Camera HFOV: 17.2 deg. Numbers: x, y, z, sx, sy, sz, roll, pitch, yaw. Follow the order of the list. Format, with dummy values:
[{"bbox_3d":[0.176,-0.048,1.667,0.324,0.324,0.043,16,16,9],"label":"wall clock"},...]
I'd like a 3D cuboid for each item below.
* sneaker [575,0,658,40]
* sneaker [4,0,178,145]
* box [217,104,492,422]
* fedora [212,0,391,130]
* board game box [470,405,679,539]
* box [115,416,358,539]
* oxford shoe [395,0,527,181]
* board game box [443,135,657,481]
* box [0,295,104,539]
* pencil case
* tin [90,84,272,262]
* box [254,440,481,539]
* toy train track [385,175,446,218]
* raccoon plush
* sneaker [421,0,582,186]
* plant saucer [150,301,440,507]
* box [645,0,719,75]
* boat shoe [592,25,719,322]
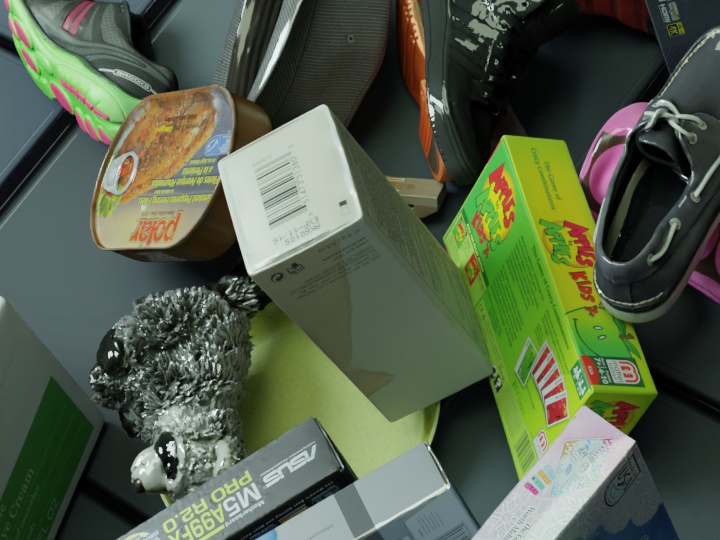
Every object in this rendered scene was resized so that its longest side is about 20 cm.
[{"bbox_3d":[0.180,-0.210,1.619,0.199,0.071,0.098,7,47,15],"label":"sneaker"},{"bbox_3d":[-0.201,-0.166,1.759,0.083,0.077,0.200,-29,54,-20],"label":"sneaker"},{"bbox_3d":[0.000,0.000,1.435,0.077,0.200,0.095,-27,51,11],"label":"box"},{"bbox_3d":[-0.036,-0.159,1.644,0.090,0.177,0.202,18,71,-16],"label":"fedora"},{"bbox_3d":[0.096,0.201,1.306,0.043,0.200,0.199,33,75,33],"label":"board game box"},{"bbox_3d":[-0.075,0.190,1.409,0.199,0.161,0.044,-32,51,-1],"label":"box"},{"bbox_3d":[0.067,-0.147,1.640,0.072,0.071,0.201,-8,58,-7],"label":"oxford shoe"},{"bbox_3d":[0.114,0.026,1.473,0.047,0.102,0.201,4,49,-25],"label":"board game box"},{"bbox_3d":[-0.309,0.125,1.539,0.199,0.172,0.200,8,62,27],"label":"box"},{"bbox_3d":[0.227,-0.019,1.468,0.200,0.091,0.094,36,93,34],"label":"pencil case"},{"bbox_3d":[-0.119,-0.060,1.567,0.200,0.042,0.113,1,68,61],"label":"tin"},{"bbox_3d":[-0.016,0.199,1.382,0.199,0.156,0.041,-31,50,1],"label":"box"},{"bbox_3d":[-0.039,-0.049,1.629,0.198,0.033,0.115,4,35,17],"label":"toy train track"},{"bbox_3d":[-0.077,0.064,1.502,0.134,0.097,0.200,38,78,28],"label":"raccoon plush"},{"bbox_3d":[0.095,-0.158,1.546,0.103,0.060,0.201,-12,65,17],"label":"sneaker"},{"bbox_3d":[-0.039,0.100,1.534,0.198,0.031,0.201,-10,55,15],"label":"plant saucer"},{"bbox_3d":[0.258,-0.183,1.490,0.156,0.200,0.051,-13,50,13],"label":"box"},{"bbox_3d":[0.191,-0.068,1.415,0.072,0.063,0.201,17,71,26],"label":"boat shoe"}]
